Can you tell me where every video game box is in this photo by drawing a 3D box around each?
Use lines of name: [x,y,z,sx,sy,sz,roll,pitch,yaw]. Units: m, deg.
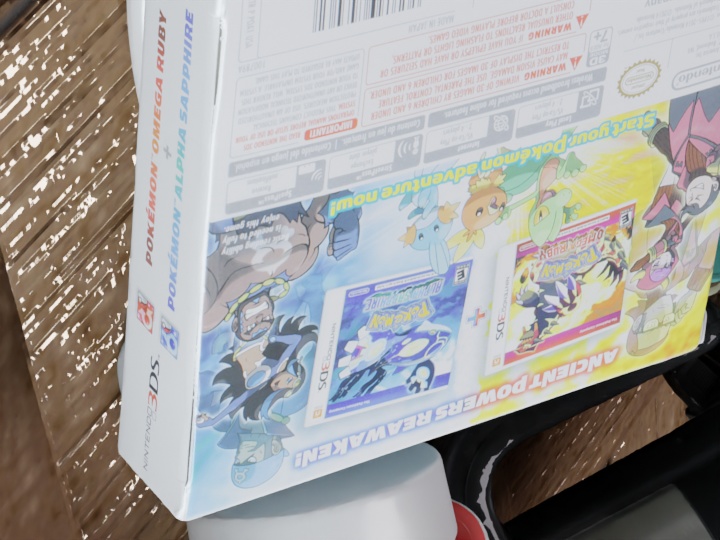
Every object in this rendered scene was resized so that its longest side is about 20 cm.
video game box: [0.027,-0.035,0.844,0.199,0.047,0.183,-16,127,-31]

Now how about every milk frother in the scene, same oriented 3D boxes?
milk frother: [0.110,0.107,1.195,0.188,0.181,0.200,-27,176,-6]

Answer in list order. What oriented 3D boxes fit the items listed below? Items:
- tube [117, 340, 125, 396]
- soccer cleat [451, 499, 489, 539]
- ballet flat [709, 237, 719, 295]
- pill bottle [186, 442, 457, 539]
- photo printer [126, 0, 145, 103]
tube: [0.000,0.000,0.974,0.200,0.077,0.051,-35,112,-46]
soccer cleat: [-0.003,0.178,1.095,0.201,0.068,0.085,-67,162,2]
ballet flat: [0.095,-0.085,1.084,0.069,0.069,0.201,-25,108,-55]
pill bottle: [0.002,0.166,0.985,0.114,0.114,0.201,-25,108,-55]
photo printer: [0.020,-0.097,0.879,0.199,0.069,0.167,-23,131,-27]
